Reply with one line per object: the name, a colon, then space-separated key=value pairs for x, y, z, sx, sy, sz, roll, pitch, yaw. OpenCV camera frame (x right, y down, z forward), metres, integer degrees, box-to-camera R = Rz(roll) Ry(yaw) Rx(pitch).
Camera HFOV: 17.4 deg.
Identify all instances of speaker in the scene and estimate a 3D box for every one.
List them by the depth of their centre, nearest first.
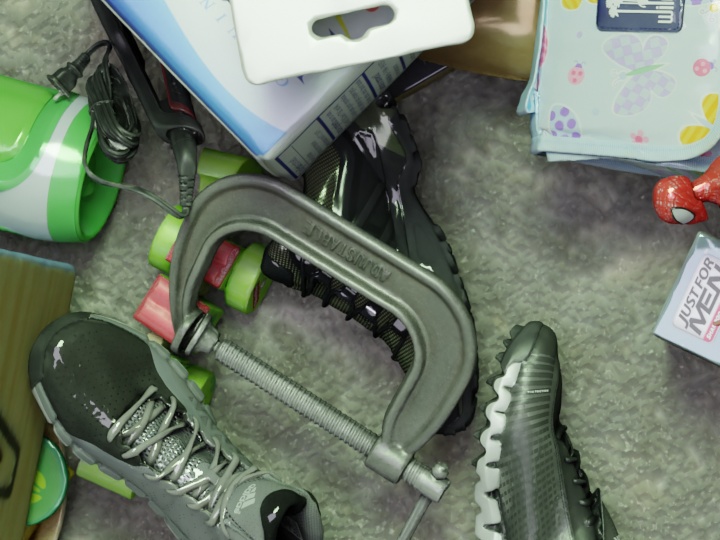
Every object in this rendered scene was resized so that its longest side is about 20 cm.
speaker: x=-0.235 y=-0.077 z=1.318 sx=0.199 sy=0.088 sz=0.089 roll=16 pitch=90 yaw=11

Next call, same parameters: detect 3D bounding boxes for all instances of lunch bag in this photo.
lunch bag: x=0.189 y=-0.125 z=1.203 sx=0.199 sy=0.127 sz=0.171 roll=10 pitch=88 yaw=-6

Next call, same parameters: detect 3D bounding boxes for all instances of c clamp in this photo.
c clamp: x=-0.026 y=0.050 z=1.237 sx=0.200 sy=0.027 sz=0.171 roll=37 pitch=122 yaw=5

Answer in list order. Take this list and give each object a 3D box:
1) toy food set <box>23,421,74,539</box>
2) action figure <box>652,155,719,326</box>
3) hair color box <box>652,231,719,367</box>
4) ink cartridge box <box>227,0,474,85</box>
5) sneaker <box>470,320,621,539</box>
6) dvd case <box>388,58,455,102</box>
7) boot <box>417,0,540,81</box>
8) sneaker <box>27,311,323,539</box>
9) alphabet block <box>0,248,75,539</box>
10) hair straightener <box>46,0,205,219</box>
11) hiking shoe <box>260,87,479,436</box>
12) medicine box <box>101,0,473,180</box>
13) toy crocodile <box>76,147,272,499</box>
toy food set: x=-0.260 y=0.114 z=1.329 sx=0.200 sy=0.049 sz=0.198 roll=41 pitch=94 yaw=11
action figure: x=0.233 y=-0.005 z=1.136 sx=0.199 sy=0.065 sz=0.100 roll=6 pitch=102 yaw=-11
hair color box: x=0.254 y=0.050 z=1.212 sx=0.199 sy=0.099 sz=0.061 roll=26 pitch=92 yaw=11
ink cartridge box: x=-0.016 y=-0.189 z=1.111 sx=0.116 sy=0.067 sz=0.201 roll=-11 pitch=84 yaw=4
sneaker: x=0.102 y=0.129 z=1.255 sx=0.090 sy=0.066 sz=0.201 roll=7 pitch=92 yaw=8
dvd case: x=0.015 y=-0.175 z=1.312 sx=0.199 sy=0.016 sz=0.149 roll=-29 pitch=82 yaw=8
boot: x=0.016 y=-0.201 z=1.277 sx=0.199 sy=0.066 sz=0.176 roll=8 pitch=94 yaw=9
sneaker: x=-0.080 y=0.099 z=1.225 sx=0.075 sy=0.115 sz=0.200 roll=-50 pitch=116 yaw=-19
alphabet block: x=-0.276 y=0.071 z=1.212 sx=0.194 sy=0.196 sz=0.201 roll=12 pitch=89 yaw=12
hair straightener: x=-0.128 y=-0.100 z=1.277 sx=0.077 sy=0.041 sz=0.201 roll=-24 pitch=53 yaw=7
hiking shoe: x=0.000 y=0.000 z=1.268 sx=0.100 sy=0.076 sz=0.201 roll=-19 pitch=84 yaw=2
medicine box: x=-0.034 y=-0.180 z=1.198 sx=0.200 sy=0.103 sz=0.182 roll=-45 pitch=84 yaw=0
toy crocodile: x=-0.103 y=0.029 z=1.298 sx=0.067 sy=0.062 sz=0.201 roll=27 pitch=92 yaw=11
